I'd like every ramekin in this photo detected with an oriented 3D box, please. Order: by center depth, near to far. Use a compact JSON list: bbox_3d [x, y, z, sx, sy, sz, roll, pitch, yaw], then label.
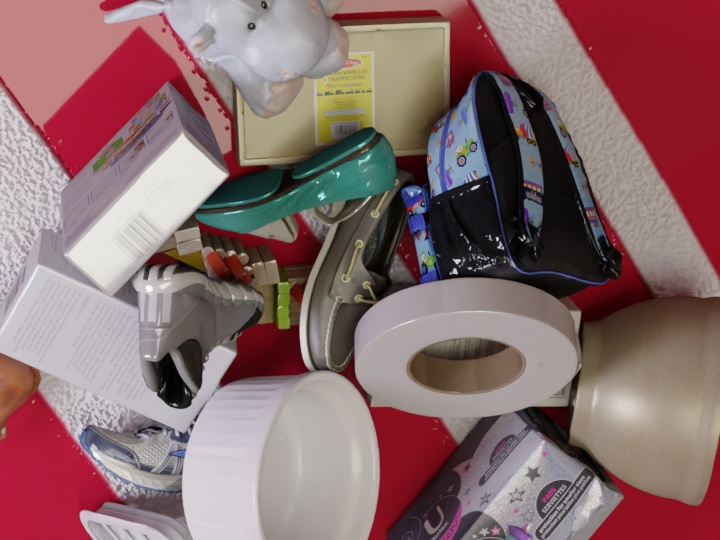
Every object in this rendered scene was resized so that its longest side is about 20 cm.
[{"bbox_3d":[-0.074,0.189,1.667,0.097,0.200,0.201,2,116,33],"label":"ramekin"}]

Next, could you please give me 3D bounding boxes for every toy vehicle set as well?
[{"bbox_3d":[-0.017,-0.164,1.664,0.199,0.027,0.125,-4,110,-11],"label":"toy vehicle set"}]

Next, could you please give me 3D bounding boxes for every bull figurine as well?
[{"bbox_3d":[-0.392,0.090,1.651,0.199,0.065,0.122,25,106,-17],"label":"bull figurine"}]

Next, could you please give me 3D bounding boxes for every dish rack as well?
[{"bbox_3d":[-0.167,0.295,1.734,0.044,0.171,0.200,-44,116,-29],"label":"dish rack"}]

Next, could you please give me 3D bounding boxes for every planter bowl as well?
[{"bbox_3d":[0.269,0.115,1.750,0.134,0.200,0.201,8,108,4],"label":"planter bowl"}]

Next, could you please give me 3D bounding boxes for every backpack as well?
[{"bbox_3d":[0.125,-0.071,1.650,0.134,0.201,0.182,-24,161,34],"label":"backpack"}]

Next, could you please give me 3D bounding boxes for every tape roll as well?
[{"bbox_3d":[0.094,0.071,1.625,0.202,0.037,0.203,-2,148,-1],"label":"tape roll"}]

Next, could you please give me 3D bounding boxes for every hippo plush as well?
[{"bbox_3d":[-0.088,-0.232,1.534,0.200,0.161,0.160,32,84,-8],"label":"hippo plush"}]

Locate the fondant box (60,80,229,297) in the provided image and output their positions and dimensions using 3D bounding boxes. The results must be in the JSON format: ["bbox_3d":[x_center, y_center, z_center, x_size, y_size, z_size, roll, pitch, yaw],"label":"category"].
[{"bbox_3d":[-0.188,-0.074,1.563,0.144,0.200,0.058,-45,110,6],"label":"fondant box"}]

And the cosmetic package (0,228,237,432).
[{"bbox_3d":[-0.222,0.055,1.662,0.199,0.071,0.102,27,114,-19],"label":"cosmetic package"}]

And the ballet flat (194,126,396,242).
[{"bbox_3d":[-0.056,-0.063,1.640,0.199,0.067,0.071,-20,112,19],"label":"ballet flat"}]

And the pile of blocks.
[{"bbox_3d":[-0.109,0.012,1.687,0.199,0.062,0.082,20,104,-18],"label":"pile of blocks"}]

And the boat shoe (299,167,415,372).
[{"bbox_3d":[-0.002,-0.001,1.669,0.072,0.060,0.203,23,81,-57],"label":"boat shoe"}]

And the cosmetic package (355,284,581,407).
[{"bbox_3d":[0.102,0.072,1.749,0.199,0.073,0.104,2,109,-13],"label":"cosmetic package"}]

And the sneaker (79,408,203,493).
[{"bbox_3d":[-0.168,0.165,1.731,0.199,0.077,0.086,17,95,-25],"label":"sneaker"}]

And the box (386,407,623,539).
[{"bbox_3d":[0.137,0.241,1.785,0.115,0.132,0.200,35,99,-21],"label":"box"}]

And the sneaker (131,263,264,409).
[{"bbox_3d":[-0.145,0.063,1.576,0.075,0.200,0.116,0,82,22],"label":"sneaker"}]
